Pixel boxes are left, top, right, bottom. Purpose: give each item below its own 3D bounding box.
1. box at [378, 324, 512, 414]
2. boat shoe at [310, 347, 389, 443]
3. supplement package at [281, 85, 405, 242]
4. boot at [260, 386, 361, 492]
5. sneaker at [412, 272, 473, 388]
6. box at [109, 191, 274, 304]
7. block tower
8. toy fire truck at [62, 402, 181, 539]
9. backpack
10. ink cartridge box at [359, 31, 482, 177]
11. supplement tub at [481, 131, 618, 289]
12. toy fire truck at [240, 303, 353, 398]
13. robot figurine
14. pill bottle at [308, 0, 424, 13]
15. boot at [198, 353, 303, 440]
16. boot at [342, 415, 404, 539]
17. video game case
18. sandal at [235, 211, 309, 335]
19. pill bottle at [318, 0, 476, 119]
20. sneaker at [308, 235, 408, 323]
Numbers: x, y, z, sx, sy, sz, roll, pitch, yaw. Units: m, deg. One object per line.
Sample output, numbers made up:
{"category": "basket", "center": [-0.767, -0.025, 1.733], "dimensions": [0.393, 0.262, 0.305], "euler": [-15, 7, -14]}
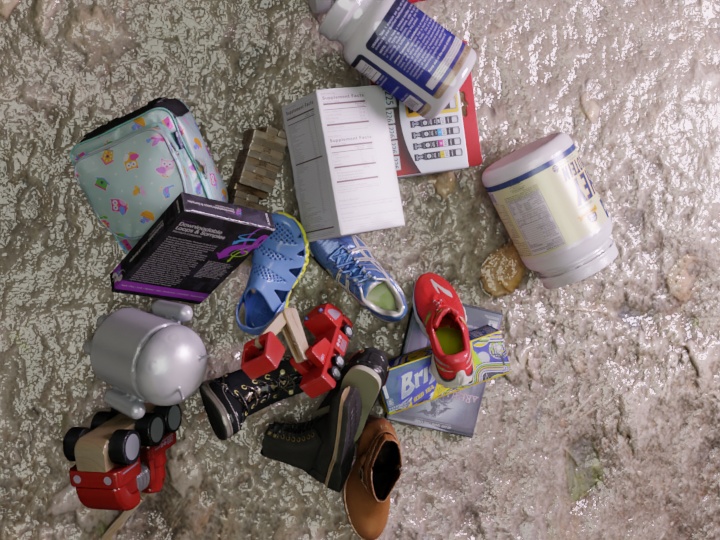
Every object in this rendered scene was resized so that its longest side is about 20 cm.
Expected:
{"category": "box", "center": [0.119, 0.148, 1.455], "dimensions": [0.200, 0.064, 0.070], "euler": [-18, 97, -7]}
{"category": "boat shoe", "center": [-0.016, 0.193, 1.418], "dimensions": [0.074, 0.063, 0.202], "euler": [30, 128, 1]}
{"category": "supplement package", "center": [-0.025, -0.149, 1.370], "dimensions": [0.109, 0.114, 0.201], "euler": [-10, 92, -31]}
{"category": "boot", "center": [-0.078, 0.229, 1.383], "dimensions": [0.138, 0.078, 0.200], "euler": [19, 128, 11]}
{"category": "sneaker", "center": [0.125, 0.072, 1.404], "dimensions": [0.077, 0.200, 0.085], "euler": [-12, 140, -5]}
{"category": "box", "center": [-0.229, -0.025, 1.313], "dimensions": [0.143, 0.200, 0.036], "euler": [11, 51, -41]}
{"category": "block tower", "center": [-0.162, -0.111, 1.408], "dimensions": [0.054, 0.058, 0.200], "euler": [17, 89, -22]}
{"category": "toy fire truck", "center": [-0.335, 0.297, 1.359], "dimensions": [0.128, 0.176, 0.201], "euler": [-1, 101, 18]}
{"category": "backpack", "center": [-0.285, -0.115, 1.339], "dimensions": [0.175, 0.153, 0.200], "euler": [-23, 112, 11]}
{"category": "ink cartridge box", "center": [0.097, -0.244, 1.433], "dimensions": [0.175, 0.084, 0.201], "euler": [-9, 95, -9]}
{"category": "supplement tub", "center": [0.285, -0.088, 1.444], "dimensions": [0.145, 0.145, 0.200], "euler": [-30, 98, -7]}
{"category": "toy fire truck", "center": [-0.085, 0.101, 1.367], "dimensions": [0.049, 0.200, 0.141], "euler": [-28, 117, 30]}
{"category": "robot figurine", "center": [-0.292, 0.118, 1.338], "dimensions": [0.113, 0.200, 0.170], "euler": [37, 73, -52]}
{"category": "pill bottle", "center": [0.021, -0.432, 1.393], "dimensions": [0.200, 0.112, 0.113], "euler": [-14, 96, -8]}
{"category": "boot", "center": [-0.144, 0.169, 1.363], "dimensions": [0.153, 0.204, 0.074], "euler": [-18, 97, -12]}
{"category": "boot", "center": [0.027, 0.319, 1.421], "dimensions": [0.077, 0.155, 0.201], "euler": [8, 92, -10]}
{"category": "video game case", "center": [0.129, 0.147, 1.498], "dimensions": [0.143, 0.019, 0.200], "euler": [13, 91, -10]}
{"category": "sandal", "center": [-0.129, 0.015, 1.377], "dimensions": [0.079, 0.087, 0.200], "euler": [18, 111, 15]}
{"category": "pill bottle", "center": [0.048, -0.307, 1.320], "dimensions": [0.200, 0.116, 0.116], "euler": [35, 88, -9]}
{"category": "sneaker", "center": [0.000, 0.000, 1.436], "dimensions": [0.200, 0.077, 0.076], "euler": [41, 88, -7]}
